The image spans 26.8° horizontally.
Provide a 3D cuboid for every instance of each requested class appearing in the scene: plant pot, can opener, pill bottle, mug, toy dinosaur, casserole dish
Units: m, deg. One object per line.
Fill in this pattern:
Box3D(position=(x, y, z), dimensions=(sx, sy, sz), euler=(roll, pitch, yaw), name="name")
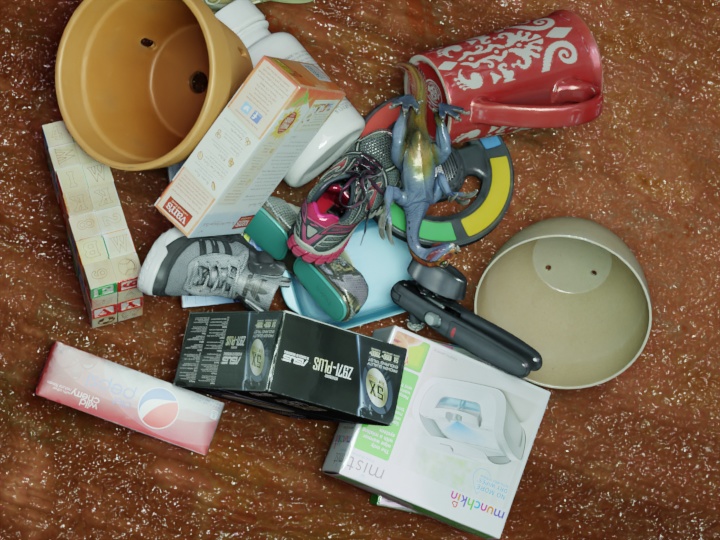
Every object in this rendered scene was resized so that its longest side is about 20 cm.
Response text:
Box3D(position=(-0.206, -0.205, 1.615), dimensions=(0.199, 0.140, 0.202), euler=(1, 92, 26), name="plant pot")
Box3D(position=(0.115, 0.060, 1.687), dimensions=(0.063, 0.079, 0.200), euler=(-23, 50, -41), name="can opener")
Box3D(position=(-0.097, -0.203, 1.708), dimensions=(0.114, 0.114, 0.200), euler=(-39, 85, -13), name="pill bottle")
Box3D(position=(0.239, 0.017, 1.749), dimensions=(0.199, 0.135, 0.201), euler=(6, 120, 11), name="plant pot")
Box3D(position=(0.170, -0.218, 1.727), dimensions=(0.199, 0.177, 0.134), euler=(-15, 96, -23), name="mug")
Box3D(position=(0.078, -0.102, 1.679), dimensions=(0.104, 0.201, 0.182), euler=(5, 127, 2), name="toy dinosaur")
Box3D(position=(0.000, 0.000, 1.757), dimensions=(0.199, 0.039, 0.122), euler=(-16, 89, -13), name="casserole dish")

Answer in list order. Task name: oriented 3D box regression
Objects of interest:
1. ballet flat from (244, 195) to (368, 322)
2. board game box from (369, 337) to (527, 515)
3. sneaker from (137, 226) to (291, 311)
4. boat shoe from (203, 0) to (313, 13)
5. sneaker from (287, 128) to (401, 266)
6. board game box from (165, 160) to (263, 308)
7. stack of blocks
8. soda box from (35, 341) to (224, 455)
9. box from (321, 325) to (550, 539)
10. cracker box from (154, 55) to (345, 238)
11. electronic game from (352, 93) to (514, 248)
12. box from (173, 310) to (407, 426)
Box3D(position=(-0.064, -0.028, 1.697), dimensions=(0.072, 0.072, 0.200), euler=(-42, 81, -13), name="ballet flat")
Box3D(position=(0.106, 0.189, 1.764), dimensions=(0.152, 0.040, 0.201), euler=(14, 82, -12), name="board game box")
Box3D(position=(-0.148, 0.004, 1.616), dimensions=(0.113, 0.200, 0.076), euler=(27, 108, 19), name="sneaker")
Box3D(position=(-0.132, -0.337, 1.741), dimensions=(0.199, 0.063, 0.074), euler=(-2, 86, -13), name="boat shoe")
Box3D(position=(-0.005, -0.090, 1.665), dimensions=(0.080, 0.075, 0.200), euler=(30, 52, 5), name="sneaker")
Box3D(position=(-0.166, -0.061, 1.733), dimensions=(0.102, 0.019, 0.201), euler=(-5, 87, -12), name="board game box")
Box3D(position=(-0.292, -0.053, 1.652), dimensions=(0.058, 0.115, 0.201), euler=(-15, 71, -14), name="stack of blocks")
Box3D(position=(-0.255, 0.141, 1.669), dimensions=(0.199, 0.070, 0.064), euler=(21, 83, -11), name="soda box")
Box3D(position=(0.083, 0.182, 1.691), dimensions=(0.199, 0.097, 0.177), euler=(24, 78, -11), name="box")
Box3D(position=(-0.115, -0.128, 1.591), dimensions=(0.058, 0.134, 0.200), euler=(41, 105, 13), name="cracker box")
Box3D(position=(0.084, -0.118, 1.761), dimensions=(0.199, 0.042, 0.201), euler=(5, 67, -12), name="electronic game")
Box3D(position=(-0.077, 0.104, 1.612), dimensions=(0.163, 0.199, 0.087), euler=(20, 77, -34), name="box")
